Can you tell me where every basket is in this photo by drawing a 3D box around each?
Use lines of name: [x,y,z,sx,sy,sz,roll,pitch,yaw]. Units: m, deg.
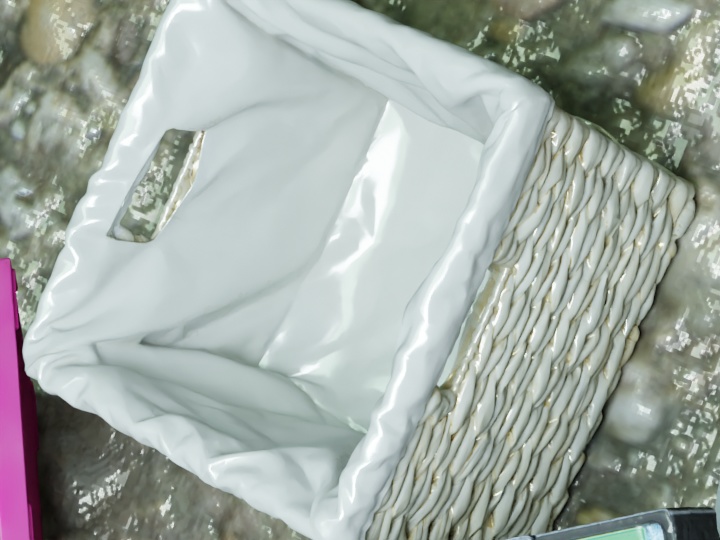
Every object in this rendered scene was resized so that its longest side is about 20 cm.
basket: [0.000,0.000,1.129,0.199,0.161,0.199,26,93,36]

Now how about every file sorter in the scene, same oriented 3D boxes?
file sorter: [-0.208,0.097,1.206,0.124,0.200,0.140,-4,71,-5]

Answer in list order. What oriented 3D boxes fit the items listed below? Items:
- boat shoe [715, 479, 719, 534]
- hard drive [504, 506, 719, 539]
boat shoe: [0.207,0.032,1.026,0.067,0.073,0.201,30,95,39]
hard drive: [0.066,0.186,0.863,0.139,0.038,0.201,-17,78,33]
